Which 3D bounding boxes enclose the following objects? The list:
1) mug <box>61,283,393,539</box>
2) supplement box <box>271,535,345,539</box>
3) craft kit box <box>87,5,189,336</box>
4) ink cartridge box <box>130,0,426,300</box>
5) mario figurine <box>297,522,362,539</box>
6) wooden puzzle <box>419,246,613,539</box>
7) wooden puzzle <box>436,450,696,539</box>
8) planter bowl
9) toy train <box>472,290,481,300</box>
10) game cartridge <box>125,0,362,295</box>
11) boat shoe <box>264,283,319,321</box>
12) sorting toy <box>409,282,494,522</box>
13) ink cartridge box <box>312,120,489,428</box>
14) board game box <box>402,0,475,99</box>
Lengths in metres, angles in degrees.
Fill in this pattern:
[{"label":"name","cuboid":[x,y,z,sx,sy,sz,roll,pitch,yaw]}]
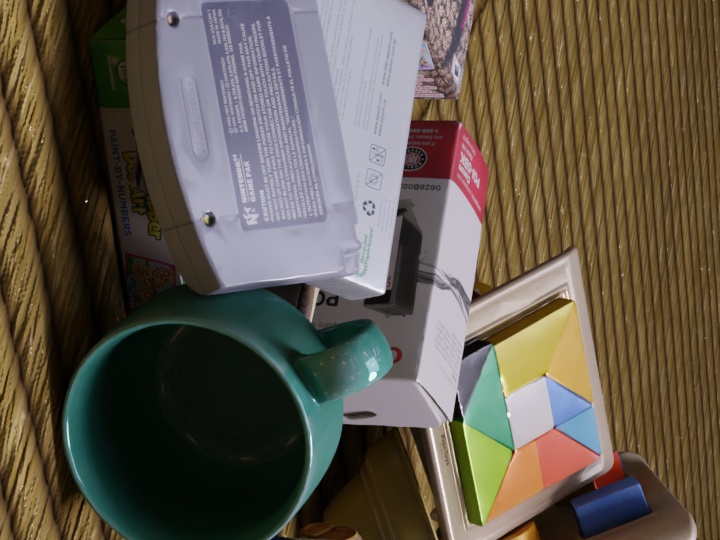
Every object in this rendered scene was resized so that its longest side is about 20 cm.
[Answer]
[{"label":"mug","cuboid":[-0.072,0.085,1.455,0.114,0.184,0.153,-48,146,-69]},{"label":"supplement box","cuboid":[0.032,0.283,1.586,0.200,0.134,0.201,10,88,-47]},{"label":"craft kit box","cuboid":[-0.104,-0.089,1.564,0.200,0.048,0.198,-56,141,-58]},{"label":"ink cartridge box","cuboid":[-0.056,-0.103,1.511,0.200,0.041,0.200,24,66,-35]},{"label":"mario figurine","cuboid":[-0.016,0.288,1.762,0.106,0.123,0.201,-85,166,-69]},{"label":"wooden puzzle","cuboid":[0.119,0.101,1.825,0.200,0.037,0.186,-29,116,-39]},{"label":"wooden puzzle","cuboid":[0.151,0.194,1.900,0.200,0.185,0.046,-116,-174,-76]},{"label":"planter bowl","cuboid":[0.020,0.222,1.863,0.200,0.083,0.201,161,-90,-88]},{"label":"toy train","cuboid":[-0.005,-0.002,1.833,0.116,0.085,0.200,-23,74,-41]},{"label":"game cartridge","cuboid":[-0.072,-0.088,1.444,0.133,0.041,0.201,-6,84,-45]},{"label":"boat shoe","cuboid":[-0.050,-0.016,1.586,0.076,0.071,0.201,96,10,-66]},{"label":"sorting toy","cuboid":[0.065,0.109,1.964,0.180,0.106,0.201,112,-38,-67]},{"label":"ink cartridge box","cuboid":[0.000,0.000,1.723,0.083,0.146,0.201,55,40,-60]},{"label":"board game box","cuboid":[0.017,-0.245,1.825,0.200,0.096,0.160,59,37,-59]}]
